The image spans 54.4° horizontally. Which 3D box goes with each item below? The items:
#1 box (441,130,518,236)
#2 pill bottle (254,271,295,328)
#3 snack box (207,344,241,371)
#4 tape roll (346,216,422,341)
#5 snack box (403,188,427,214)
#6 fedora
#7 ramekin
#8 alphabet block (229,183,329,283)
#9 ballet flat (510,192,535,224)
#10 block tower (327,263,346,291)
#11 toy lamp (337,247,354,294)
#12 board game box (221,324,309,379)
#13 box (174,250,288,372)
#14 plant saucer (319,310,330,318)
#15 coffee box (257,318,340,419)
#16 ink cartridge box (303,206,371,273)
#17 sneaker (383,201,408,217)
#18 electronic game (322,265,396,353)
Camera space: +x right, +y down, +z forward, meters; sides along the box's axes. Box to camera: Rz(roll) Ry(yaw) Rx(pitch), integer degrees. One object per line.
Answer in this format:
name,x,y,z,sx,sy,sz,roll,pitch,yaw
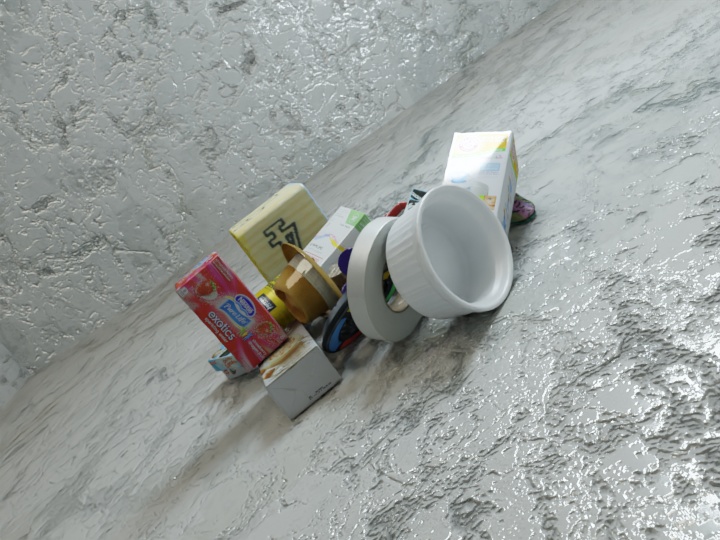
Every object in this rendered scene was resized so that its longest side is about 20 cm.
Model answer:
box,0.208,-0.138,1.232,0.112,0.102,0.201,3,56,22
pill bottle,-0.166,0.081,1.433,0.200,0.112,0.112,-40,17,-18
snack box,-0.238,0.137,1.545,0.116,0.037,0.200,-18,26,47
tape roll,0.051,0.013,1.137,0.037,0.204,0.203,5,40,36
snack box,0.098,-0.074,1.421,0.037,0.117,0.200,13,30,6
fedora,-0.105,0.039,1.296,0.082,0.201,0.200,-41,17,-14
ramekin,0.133,-0.021,1.081,0.097,0.201,0.201,-29,17,47
alphabet block,-0.178,-0.075,1.692,0.200,0.197,0.195,-38,13,-7
ballet flat,0.258,-0.131,1.334,0.069,0.071,0.200,-36,17,-8
block tower,0.000,0.000,1.357,0.200,0.054,0.058,-25,24,55
toy lamp,-0.012,0.023,1.261,0.058,0.058,0.200,-40,-19,-13
board game box,-0.206,0.162,1.541,0.199,0.035,0.126,-25,21,34
box,-0.234,0.072,1.265,0.100,0.200,0.095,-41,15,-9
plant saucer,-0.007,0.030,1.459,0.200,0.032,0.200,-43,16,15
coffee box,-0.118,0.171,1.260,0.114,0.080,0.200,-38,16,-6
ink cartridge box,-0.062,-0.041,1.553,0.200,0.067,0.117,-51,31,-11
sneaker,0.047,-0.077,1.659,0.199,0.079,0.116,-37,-1,-2
electronic game,0.005,0.064,1.221,0.200,0.042,0.200,-45,-17,-18
